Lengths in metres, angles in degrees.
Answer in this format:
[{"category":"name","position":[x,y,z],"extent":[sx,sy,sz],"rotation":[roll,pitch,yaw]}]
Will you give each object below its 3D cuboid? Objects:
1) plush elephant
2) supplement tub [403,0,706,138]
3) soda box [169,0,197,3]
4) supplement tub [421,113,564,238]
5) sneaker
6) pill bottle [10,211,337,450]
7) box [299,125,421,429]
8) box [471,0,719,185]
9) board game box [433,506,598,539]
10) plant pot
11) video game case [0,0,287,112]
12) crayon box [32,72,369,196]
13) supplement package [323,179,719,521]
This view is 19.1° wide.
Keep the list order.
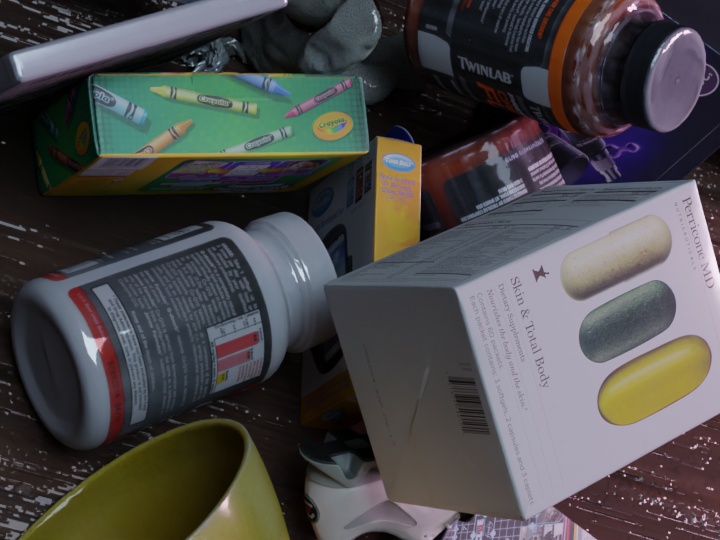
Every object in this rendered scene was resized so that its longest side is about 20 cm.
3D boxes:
[{"category":"plush elephant","position":[-0.021,-0.200,1.513],"extent":[0.199,0.155,0.165],"rotation":[-23,84,-31]},{"category":"supplement tub","position":[0.132,-0.153,1.445],"extent":[0.107,0.199,0.108],"rotation":[-25,125,-41]},{"category":"soda box","position":[-0.188,-0.238,1.449],"extent":[0.199,0.064,0.068],"rotation":[11,64,6]},{"category":"supplement tub","position":[0.114,-0.004,1.529],"extent":[0.107,0.107,0.201],"rotation":[-28,97,-31]},{"category":"sneaker","position":[0.053,0.145,1.471],"extent":[0.199,0.074,0.089],"rotation":[-9,110,-18]},{"category":"pill bottle","position":[-0.119,0.034,1.408],"extent":[0.199,0.116,0.116],"rotation":[-20,83,-30]},{"category":"box","position":[0.000,0.000,1.478],"extent":[0.041,0.119,0.201],"rotation":[8,69,-23]},{"category":"box","position":[0.193,-0.131,1.567],"extent":[0.141,0.200,0.079],"rotation":[31,44,-14]},{"category":"board game box","position":[0.089,0.249,1.488],"extent":[0.135,0.035,0.200],"rotation":[38,61,-11]},{"category":"plant pot","position":[-0.115,0.210,1.321],"extent":[0.200,0.200,0.142],"rotation":[-45,111,-31]},{"category":"video game case","position":[-0.172,-0.140,1.402],"extent":[0.199,0.182,0.022],"rotation":[-21,94,-31]},{"category":"crayon box","position":[-0.109,-0.091,1.452],"extent":[0.199,0.119,0.059],"rotation":[-2,81,-28]},{"category":"supplement package","position":[0.113,0.045,1.362],"extent":[0.199,0.150,0.153],"rotation":[-24,103,-31]}]
